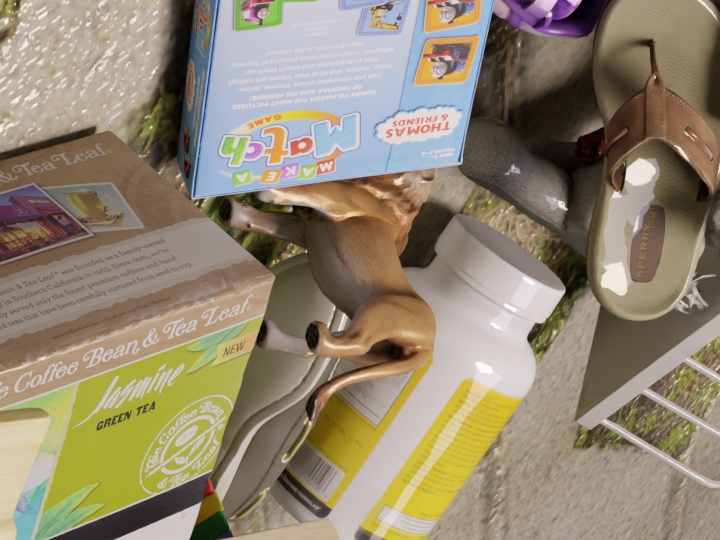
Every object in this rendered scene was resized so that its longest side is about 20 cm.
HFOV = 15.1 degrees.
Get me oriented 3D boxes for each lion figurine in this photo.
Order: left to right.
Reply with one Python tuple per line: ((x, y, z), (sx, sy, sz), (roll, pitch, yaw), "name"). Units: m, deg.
((0.000, 0.000, 1.442), (0.122, 0.200, 0.072), (9, 143, -31), "lion figurine")

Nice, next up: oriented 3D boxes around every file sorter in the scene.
((0.255, 0.031, 1.761), (0.200, 0.124, 0.139), (-43, -156, 47), "file sorter")

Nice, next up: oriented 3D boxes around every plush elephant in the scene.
((0.186, -0.078, 1.627), (0.200, 0.164, 0.155), (38, 74, -52), "plush elephant")

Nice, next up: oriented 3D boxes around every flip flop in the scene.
((0.160, -0.062, 1.465), (0.058, 0.081, 0.200), (-86, -178, -69), "flip flop")

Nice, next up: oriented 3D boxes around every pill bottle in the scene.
((0.035, 0.070, 1.630), (0.200, 0.112, 0.112), (-56, 152, 12), "pill bottle")

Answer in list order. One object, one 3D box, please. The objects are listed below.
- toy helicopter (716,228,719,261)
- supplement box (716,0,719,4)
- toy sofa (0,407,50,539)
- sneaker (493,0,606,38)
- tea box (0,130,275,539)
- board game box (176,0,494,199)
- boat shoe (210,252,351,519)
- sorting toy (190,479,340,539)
((0.269, -0.048, 1.500), (0.200, 0.132, 0.079), (-37, 124, -40), "toy helicopter")
((0.295, -0.242, 1.635), (0.131, 0.103, 0.200), (-33, 148, -32), "supplement box")
((-0.233, 0.056, 1.127), (0.083, 0.200, 0.098), (-1, 121, -56), "toy sofa")
((0.075, -0.170, 1.419), (0.081, 0.088, 0.200), (-53, 151, 9), "sneaker")
((-0.175, 0.064, 1.291), (0.200, 0.134, 0.197), (-20, 140, -43), "tea box")
((-0.008, -0.127, 1.347), (0.151, 0.037, 0.200), (-8, 136, -19), "board game box")
((-0.055, 0.069, 1.543), (0.060, 0.072, 0.202), (-4, 134, -53), "boat shoe")
((-0.145, 0.184, 1.480), (0.200, 0.070, 0.199), (-7, 151, -39), "sorting toy")
